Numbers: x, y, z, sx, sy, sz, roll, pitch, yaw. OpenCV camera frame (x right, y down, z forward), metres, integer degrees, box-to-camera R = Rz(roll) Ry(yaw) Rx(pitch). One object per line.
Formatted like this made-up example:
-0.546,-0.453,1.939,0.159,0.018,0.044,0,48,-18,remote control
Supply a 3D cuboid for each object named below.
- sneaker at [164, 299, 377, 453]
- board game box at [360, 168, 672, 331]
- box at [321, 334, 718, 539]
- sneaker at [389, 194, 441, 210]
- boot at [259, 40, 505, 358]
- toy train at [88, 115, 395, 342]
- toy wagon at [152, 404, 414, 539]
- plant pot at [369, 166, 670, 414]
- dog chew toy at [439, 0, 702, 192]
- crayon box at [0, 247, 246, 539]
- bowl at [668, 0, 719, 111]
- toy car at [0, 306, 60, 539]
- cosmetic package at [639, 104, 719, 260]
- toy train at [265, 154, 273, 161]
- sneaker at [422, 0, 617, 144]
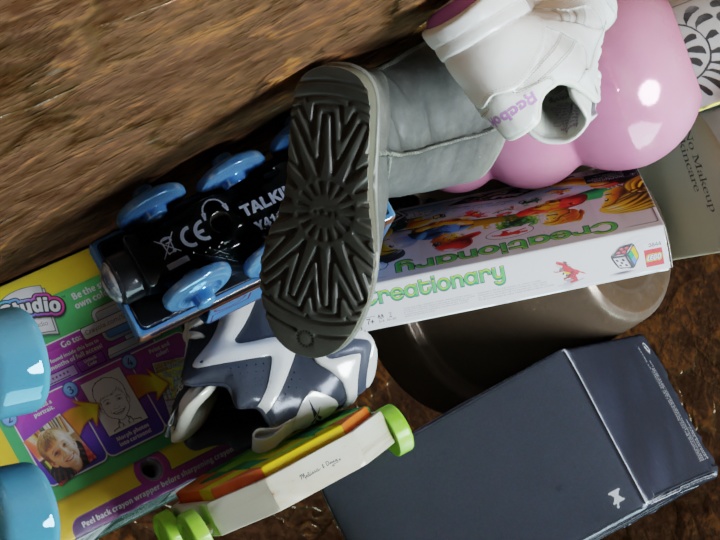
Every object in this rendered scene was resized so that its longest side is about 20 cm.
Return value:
-0.102,0.047,1.552,0.130,0.199,0.080,-41,158,-31,sneaker
0.091,-0.017,1.563,0.200,0.035,0.126,-12,-159,1,board game box
0.111,0.141,1.648,0.200,0.123,0.198,-31,171,19,box
0.000,0.000,1.675,0.200,0.078,0.080,-4,143,9,sneaker
0.019,-0.051,1.415,0.072,0.182,0.200,16,-166,17,boot
-0.069,-0.023,1.486,0.200,0.087,0.114,-27,165,-17,toy train
-0.058,0.133,1.548,0.155,0.040,0.200,-27,-177,-19,toy wagon
0.124,-0.004,1.743,0.174,0.201,0.200,-15,-173,42,plant pot
0.118,-0.110,1.584,0.200,0.125,0.125,-20,179,9,dog chew toy
-0.181,0.082,1.605,0.200,0.173,0.058,-25,170,-32,crayon box
0.218,-0.158,1.714,0.200,0.094,0.201,-19,-177,1,bowl
-0.294,0.091,1.365,0.184,0.177,0.200,-11,-161,-29,toy car
0.263,-0.070,1.700,0.073,0.104,0.200,-21,-178,-21,cosmetic package
-0.030,-0.077,1.586,0.200,0.034,0.046,-30,171,38,toy train
0.102,-0.119,1.385,0.075,0.100,0.200,-31,177,29,sneaker
